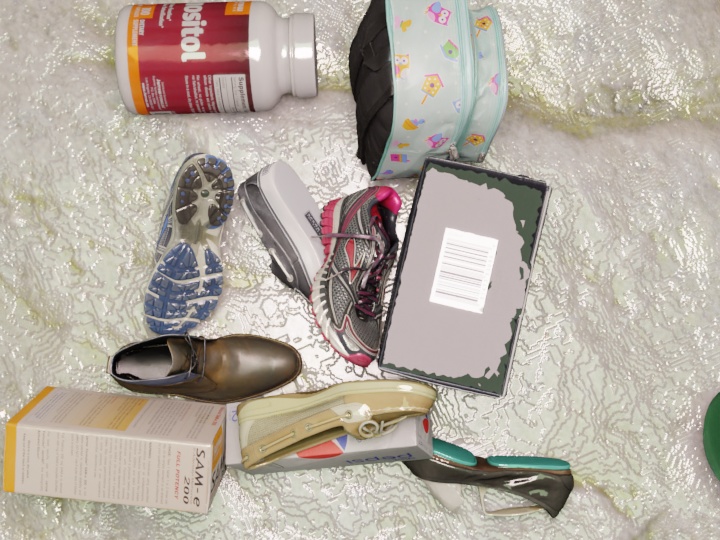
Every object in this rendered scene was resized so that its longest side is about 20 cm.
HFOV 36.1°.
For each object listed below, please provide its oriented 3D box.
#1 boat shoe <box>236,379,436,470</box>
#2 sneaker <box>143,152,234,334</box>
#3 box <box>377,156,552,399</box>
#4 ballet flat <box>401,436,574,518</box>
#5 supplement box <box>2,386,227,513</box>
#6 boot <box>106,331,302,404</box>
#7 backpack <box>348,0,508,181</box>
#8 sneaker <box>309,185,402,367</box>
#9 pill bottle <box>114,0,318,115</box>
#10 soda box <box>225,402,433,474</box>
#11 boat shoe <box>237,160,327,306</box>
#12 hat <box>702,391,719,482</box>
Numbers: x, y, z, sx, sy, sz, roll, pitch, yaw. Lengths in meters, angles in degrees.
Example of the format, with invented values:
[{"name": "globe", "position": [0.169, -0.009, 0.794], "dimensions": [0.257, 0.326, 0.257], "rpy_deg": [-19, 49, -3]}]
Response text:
[{"name": "boat shoe", "position": [-0.023, 0.142, 1.022], "dimensions": [0.199, 0.073, 0.064], "rpy_deg": [-10, 73, 18]}, {"name": "sneaker", "position": [-0.178, -0.030, 1.148], "dimensions": [0.077, 0.085, 0.201], "rpy_deg": [13, 106, -22]}, {"name": "box", "position": [0.094, 0.013, 1.073], "dimensions": [0.123, 0.197, 0.202], "rpy_deg": [13, 85, 3]}, {"name": "ballet flat", "position": [0.118, 0.213, 1.122], "dimensions": [0.198, 0.068, 0.069], "rpy_deg": [11, 94, 2]}, {"name": "supplement box", "position": [-0.235, 0.175, 1.093], "dimensions": [0.198, 0.126, 0.074], "rpy_deg": [6, 100, 2]}, {"name": "boot", "position": [-0.160, 0.100, 1.118], "dimensions": [0.198, 0.097, 0.075], "rpy_deg": [-3, 85, 1]}, {"name": "backpack", "position": [0.064, -0.192, 1.080], "dimensions": [0.152, 0.200, 0.177], "rpy_deg": [-3, 73, 0]}, {"name": "sneaker", "position": [0.000, 0.000, 1.092], "dimensions": [0.074, 0.080, 0.201], "rpy_deg": [-21, 53, 31]}, {"name": "pill bottle", "position": [-0.145, -0.220, 1.140], "dimensions": [0.198, 0.113, 0.114], "rpy_deg": [-2, 85, 0]}, {"name": "soda box", "position": [-0.032, 0.159, 1.095], "dimensions": [0.198, 0.068, 0.064], "rpy_deg": [-8, 68, 15]}, {"name": "boat shoe", "position": [-0.062, -0.013, 1.146], "dimensions": [0.068, 0.072, 0.201], "rpy_deg": [-26, 100, 31]}, {"name": "hat", "position": [0.410, 0.243, 1.139], "dimensions": [0.164, 0.177, 0.201], "rpy_deg": [12, 47, 4]}]
